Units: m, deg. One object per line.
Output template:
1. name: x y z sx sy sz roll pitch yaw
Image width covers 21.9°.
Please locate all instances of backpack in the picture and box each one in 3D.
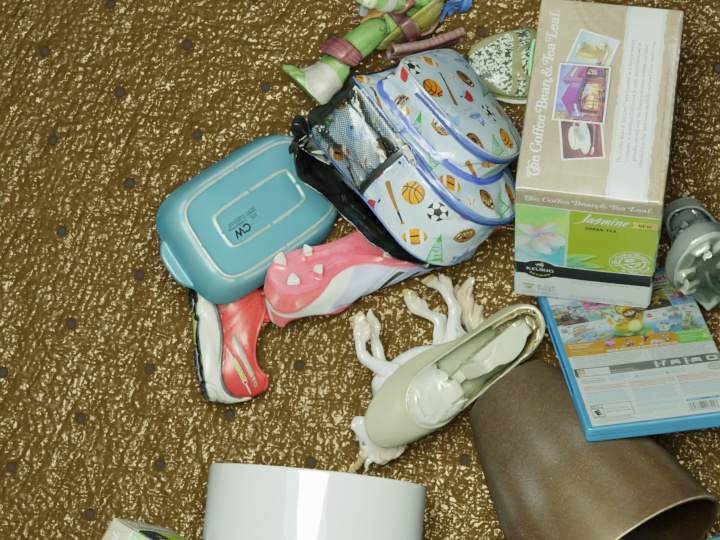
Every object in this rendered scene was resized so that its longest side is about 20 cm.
1. backpack: 0.064 -0.103 1.717 0.154 0.200 0.192 -36 85 33

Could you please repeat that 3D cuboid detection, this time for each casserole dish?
1. casserole dish: -0.101 -0.055 1.770 0.199 0.039 0.122 -35 91 -27

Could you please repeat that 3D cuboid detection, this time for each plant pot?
1. plant pot: 0.189 0.186 1.677 0.186 0.187 0.201 -35 63 0

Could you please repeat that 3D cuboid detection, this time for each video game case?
1. video game case: 0.249 0.072 1.683 0.141 0.018 0.201 -6 40 -6

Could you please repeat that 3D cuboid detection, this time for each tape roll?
1. tape roll: -0.041 0.219 1.677 0.200 0.202 0.072 4 80 8

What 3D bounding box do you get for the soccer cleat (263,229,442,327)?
1. soccer cleat: 0.000 0.000 1.776 0.198 0.077 0.067 -16 54 -21

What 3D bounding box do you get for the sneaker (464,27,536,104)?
1. sneaker: 0.196 -0.205 1.778 0.197 0.089 0.078 0 80 8

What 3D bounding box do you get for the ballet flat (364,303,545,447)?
1. ballet flat: 0.091 0.094 1.702 0.199 0.070 0.070 -36 77 -17

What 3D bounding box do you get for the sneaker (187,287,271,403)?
1. sneaker: -0.122 0.027 1.798 0.084 0.077 0.203 -3 81 -12

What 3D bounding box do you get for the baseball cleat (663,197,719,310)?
1. baseball cleat: 0.297 -0.024 1.677 0.069 0.200 0.107 -30 68 6

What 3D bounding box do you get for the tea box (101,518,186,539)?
1. tea box: -0.147 0.328 1.663 0.195 0.200 0.134 29 85 13

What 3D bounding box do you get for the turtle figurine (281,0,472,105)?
1. turtle figurine: -0.008 -0.264 1.791 0.194 0.200 0.144 -46 43 2

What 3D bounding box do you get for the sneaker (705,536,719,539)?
1. sneaker: 0.342 0.338 1.676 0.080 0.077 0.202 0 74 16

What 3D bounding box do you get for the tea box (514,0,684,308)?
1. tea box: 0.213 -0.104 1.679 0.132 0.197 0.202 6 64 9

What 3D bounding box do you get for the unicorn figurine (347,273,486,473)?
1. unicorn figurine: 0.043 0.093 1.750 0.198 0.074 0.138 -27 88 -4
